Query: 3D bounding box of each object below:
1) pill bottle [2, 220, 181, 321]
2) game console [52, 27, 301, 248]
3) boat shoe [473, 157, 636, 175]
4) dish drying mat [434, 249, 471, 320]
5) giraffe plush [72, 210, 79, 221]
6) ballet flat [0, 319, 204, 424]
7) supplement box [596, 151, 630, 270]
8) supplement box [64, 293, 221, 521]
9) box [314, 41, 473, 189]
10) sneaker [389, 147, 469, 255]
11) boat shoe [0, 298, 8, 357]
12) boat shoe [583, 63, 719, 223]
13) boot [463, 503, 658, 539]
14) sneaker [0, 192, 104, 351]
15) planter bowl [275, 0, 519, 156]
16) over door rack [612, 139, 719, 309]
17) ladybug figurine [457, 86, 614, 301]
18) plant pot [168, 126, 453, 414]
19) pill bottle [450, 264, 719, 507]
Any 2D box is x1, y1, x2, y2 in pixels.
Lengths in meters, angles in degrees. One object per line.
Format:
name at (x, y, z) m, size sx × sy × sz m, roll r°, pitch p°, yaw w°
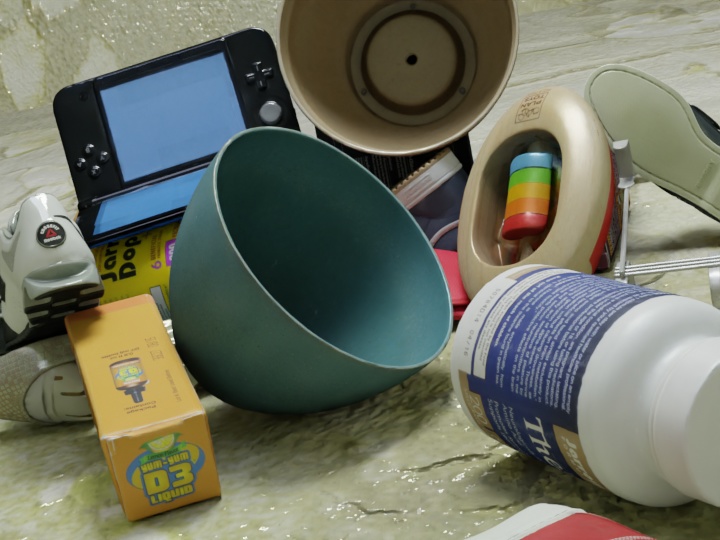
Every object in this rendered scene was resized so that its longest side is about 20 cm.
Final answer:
pill bottle at (-0.187, 0.020, 1.211) m, size 0.199 × 0.105 × 0.104 m, roll -16°, pitch 13°, yaw 18°
game console at (-0.151, -0.111, 1.215) m, size 0.199 × 0.172 × 0.118 m, roll -18°, pitch -12°, yaw 0°
boat shoe at (0.207, -0.123, 1.536) m, size 0.199 × 0.072 × 0.071 m, roll -8°, pitch 19°, yaw 21°
dish drying mat at (0.000, 0.000, 1.170) m, size 0.199 × 0.018 × 0.077 m, roll 7°, pitch 39°, yaw -2°
giraffe plush at (-0.201, -0.020, 1.368) m, size 0.162 × 0.173 × 0.201 m, roll -15°, pitch 46°, yaw 31°
ballet flat at (-0.189, 0.078, 1.107) m, size 0.199 × 0.068 × 0.062 m, roll -16°, pitch 34°, yaw -12°
supplement box at (0.181, -0.077, 1.310) m, size 0.085 × 0.111 × 0.200 m, roll -7°, pitch 15°, yaw 18°
supplement box at (-0.147, 0.085, 0.984) m, size 0.066 × 0.069 × 0.200 m, roll -14°, pitch 22°, yaw -12°
box at (0.033, -0.120, 1.402) m, size 0.140 × 0.201 × 0.079 m, roll -9°, pitch 13°, yaw 8°
sneaker at (0.032, -0.004, 1.260) m, size 0.200 × 0.109 × 0.070 m, roll -38°, pitch 4°, yaw 27°
boat shoe at (-0.369, 0.063, 1.294) m, size 0.199 × 0.061 × 0.076 m, roll -14°, pitch 15°, yaw -12°
boat shoe at (0.271, -0.100, 1.251) m, size 0.199 × 0.075 × 0.066 m, roll 33°, pitch 6°, yaw 5°
boot at (0.086, 0.155, 0.601) m, size 0.144 × 0.073 × 0.200 m, roll 5°, pitch 18°, yaw 43°
sneaker at (-0.230, 0.002, 1.093) m, size 0.074 × 0.089 × 0.200 m, roll -13°, pitch -14°, yaw -23°
planter bowl at (0.038, -0.189, 1.273) m, size 0.199 × 0.201 × 0.135 m, roll -9°, pitch -5°, yaw 7°
over door rack at (0.268, -0.031, 1.127) m, size 0.147 × 0.067 × 0.200 m, roll -7°, pitch 36°, yaw 15°
ladybug figurine at (0.142, -0.048, 1.148) m, size 0.135 × 0.201 × 0.072 m, roll -9°, pitch -28°, yaw 45°
plant pot at (-0.054, 0.020, 1.029) m, size 0.135 × 0.200 × 0.200 m, roll -44°, pitch -5°, yaw 33°
pill bottle at (0.143, 0.064, 0.810) m, size 0.111 × 0.112 × 0.200 m, roll -18°, pitch 16°, yaw -24°
